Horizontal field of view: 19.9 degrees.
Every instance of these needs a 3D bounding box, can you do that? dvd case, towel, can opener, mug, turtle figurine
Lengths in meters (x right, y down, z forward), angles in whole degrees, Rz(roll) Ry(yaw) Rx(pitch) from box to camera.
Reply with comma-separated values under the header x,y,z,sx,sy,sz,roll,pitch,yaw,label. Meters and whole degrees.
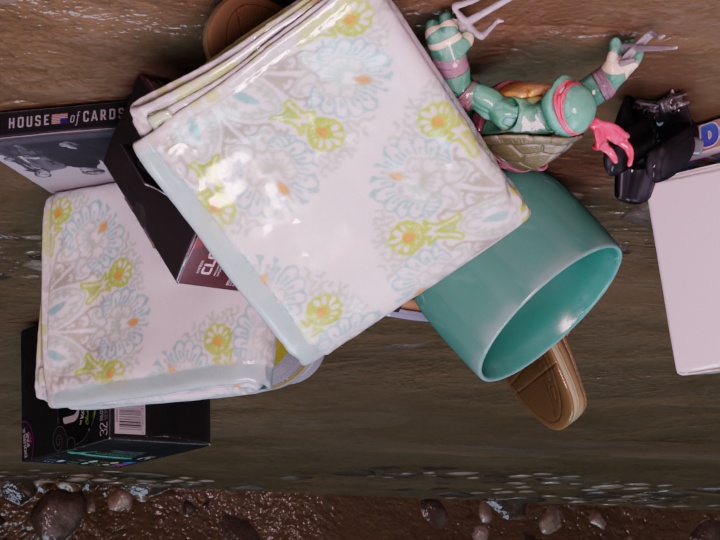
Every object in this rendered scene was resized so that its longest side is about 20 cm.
x,y,z,sx,sy,sz,roll,pitch,yaw,label
-0.181,-0.084,1.532,0.149,0.025,0.200,-4,167,15,dvd case
-0.018,-0.060,1.216,0.171,0.048,0.200,-32,116,9,towel
0.198,-0.080,1.371,0.063,0.079,0.200,-1,-174,10,can opener
-0.151,0.013,1.522,0.198,0.173,0.048,-7,164,24,towel
0.116,-0.001,1.625,0.152,0.115,0.185,-40,160,-7,mug
0.095,-0.111,1.280,0.149,0.102,0.199,13,169,-33,turtle figurine

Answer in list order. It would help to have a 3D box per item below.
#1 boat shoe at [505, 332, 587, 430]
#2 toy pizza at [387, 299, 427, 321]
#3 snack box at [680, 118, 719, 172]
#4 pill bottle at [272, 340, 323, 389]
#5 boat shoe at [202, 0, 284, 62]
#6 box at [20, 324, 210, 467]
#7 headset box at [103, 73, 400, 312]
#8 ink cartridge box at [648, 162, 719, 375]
x,y,z,sx,sy,sz,roll,pitch,yaw,label
0.146,0.038,1.732,0.066,0.201,0.074,-12,156,-34,boat shoe
0.000,0.000,1.760,0.199,0.032,0.200,14,-170,-2,toy pizza
0.303,-0.101,1.474,0.071,0.025,0.199,7,165,-38,snack box
-0.103,0.051,1.925,0.111,0.113,0.200,-5,167,19,pill bottle
-0.033,-0.095,1.283,0.200,0.073,0.063,47,168,-29,boat shoe
-0.257,0.121,2.137,0.124,0.150,0.199,7,165,-34,box
-0.070,-0.053,1.383,0.199,0.149,0.078,10,119,-34,headset box
0.319,-0.006,1.524,0.145,0.148,0.200,-11,173,25,ink cartridge box
